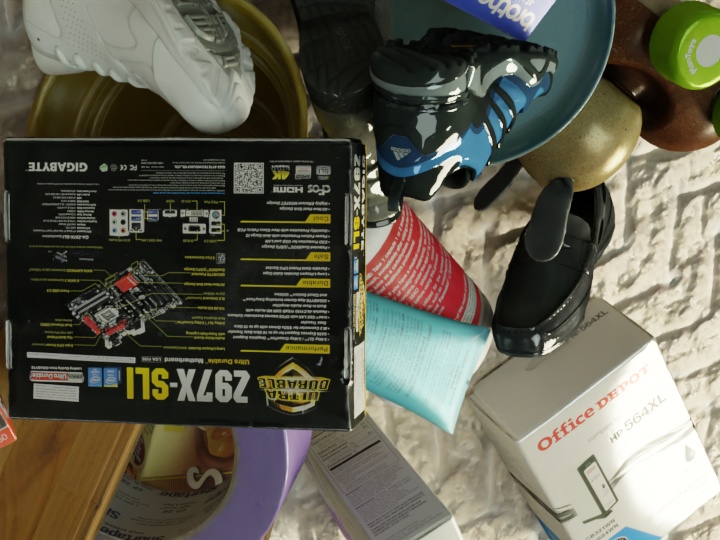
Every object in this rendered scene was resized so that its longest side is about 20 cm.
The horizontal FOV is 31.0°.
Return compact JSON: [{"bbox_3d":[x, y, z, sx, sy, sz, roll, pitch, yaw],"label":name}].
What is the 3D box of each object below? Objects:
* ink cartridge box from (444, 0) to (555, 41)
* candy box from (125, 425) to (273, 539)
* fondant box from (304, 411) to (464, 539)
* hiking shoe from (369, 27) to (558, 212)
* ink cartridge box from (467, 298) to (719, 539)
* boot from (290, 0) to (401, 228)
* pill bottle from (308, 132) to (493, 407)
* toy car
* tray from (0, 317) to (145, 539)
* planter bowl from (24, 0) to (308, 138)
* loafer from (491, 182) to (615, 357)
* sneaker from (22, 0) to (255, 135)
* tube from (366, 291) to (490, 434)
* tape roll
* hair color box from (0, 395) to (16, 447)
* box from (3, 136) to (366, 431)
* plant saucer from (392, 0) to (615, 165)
[{"bbox_3d":[0.051,-0.212,0.753,0.200,0.044,0.094,17,119,-41],"label":"ink cartridge box"},{"bbox_3d":[-0.114,0.142,0.959,0.115,0.055,0.200,9,109,-28],"label":"candy box"},{"bbox_3d":[0.022,0.188,0.961,0.058,0.200,0.144,-29,123,-9],"label":"fondant box"},{"bbox_3d":[0.057,-0.095,0.771,0.200,0.074,0.087,-23,125,-57],"label":"hiking shoe"},{"bbox_3d":[0.202,0.147,1.101,0.146,0.084,0.200,-37,124,-7],"label":"ink cartridge box"},{"bbox_3d":[-0.008,-0.133,0.825,0.068,0.200,0.131,-5,142,5],"label":"boot"},{"bbox_3d":[0.000,0.000,0.916,0.112,0.112,0.200,-44,124,-2],"label":"pill bottle"},{"bbox_3d":[0.171,-0.099,0.924,0.158,0.164,0.200,36,96,-34],"label":"toy car"},{"bbox_3d":[-0.196,0.110,0.805,0.099,0.037,0.200,26,107,3],"label":"tray"},{"bbox_3d":[-0.106,-0.071,0.817,0.200,0.200,0.083,-56,156,6],"label":"planter bowl"},{"bbox_3d":[0.141,-0.011,0.958,0.201,0.068,0.070,-55,141,-47],"label":"loafer"},{"bbox_3d":[-0.142,-0.139,0.759,0.099,0.200,0.078,-48,159,20],"label":"sneaker"},{"bbox_3d":[0.005,0.046,0.845,0.200,0.050,0.078,24,89,-36],"label":"tube"},{"bbox_3d":[-0.136,0.102,0.854,0.200,0.085,0.200,3,105,9],"label":"tape roll"},{"bbox_3d":[-0.279,0.053,0.749,0.111,0.200,0.064,-28,122,-12],"label":"hair color box"},{"bbox_3d":[-0.098,0.005,0.725,0.200,0.049,0.160,0,96,9],"label":"box"},{"bbox_3d":[0.068,-0.169,0.865,0.200,0.027,0.200,2,98,11],"label":"plant saucer"}]
